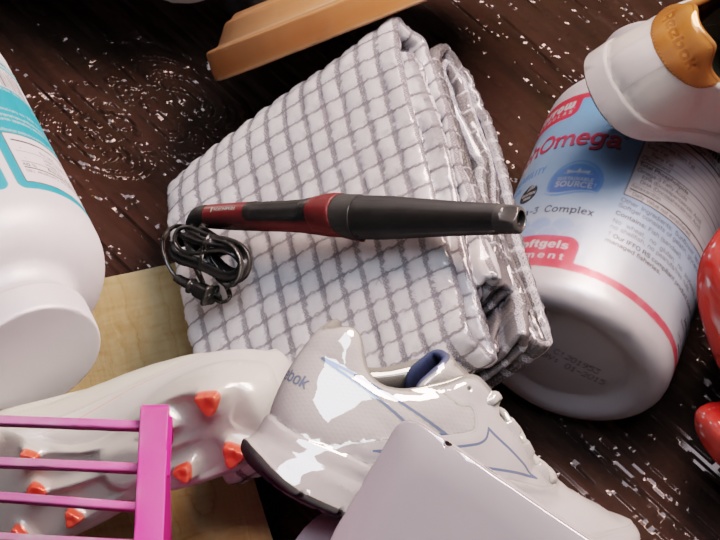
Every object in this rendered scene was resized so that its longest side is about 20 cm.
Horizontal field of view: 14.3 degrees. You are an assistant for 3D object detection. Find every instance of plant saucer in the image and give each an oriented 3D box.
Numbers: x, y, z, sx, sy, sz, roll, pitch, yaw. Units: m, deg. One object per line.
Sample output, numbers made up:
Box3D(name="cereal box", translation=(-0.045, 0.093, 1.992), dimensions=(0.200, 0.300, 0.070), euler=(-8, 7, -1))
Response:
Box3D(name="plant saucer", translation=(0.011, -0.149, 1.505), dimensions=(0.200, 0.200, 0.032), euler=(-24, 95, -20))

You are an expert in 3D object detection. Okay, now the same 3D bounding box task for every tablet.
Box3D(name="tablet", translation=(0.023, 0.180, 1.248), dimensions=(0.130, 0.200, 0.014), euler=(34, 14, 16))

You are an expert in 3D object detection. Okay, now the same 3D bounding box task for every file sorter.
Box3D(name="file sorter", translation=(-0.146, 0.160, 1.254), dimensions=(0.125, 0.200, 0.139), euler=(2, 63, -2))

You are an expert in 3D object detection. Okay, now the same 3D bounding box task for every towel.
Box3D(name="towel", translation=(0.000, 0.000, 1.415), dimensions=(0.165, 0.086, 0.200), euler=(-32, 53, 24))

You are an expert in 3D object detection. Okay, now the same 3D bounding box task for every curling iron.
Box3D(name="curling iron", translation=(-0.009, -0.016, 1.358), dimensions=(0.200, 0.026, 0.050), euler=(-7, 87, 31))

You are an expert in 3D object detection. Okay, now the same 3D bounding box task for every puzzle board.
Box3D(name="puzzle board", translation=(-0.134, 0.093, 1.423), dimensions=(0.150, 0.017, 0.200), euler=(-12, 57, -12))

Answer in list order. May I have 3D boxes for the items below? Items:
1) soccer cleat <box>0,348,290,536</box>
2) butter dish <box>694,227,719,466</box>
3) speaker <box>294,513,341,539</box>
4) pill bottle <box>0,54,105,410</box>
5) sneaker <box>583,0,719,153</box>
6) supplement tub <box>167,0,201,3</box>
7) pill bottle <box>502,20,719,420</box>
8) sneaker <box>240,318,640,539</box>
Box3D(name="soccer cleat", translation=(-0.121, 0.083, 1.362), dimensions=(0.200, 0.069, 0.078), euler=(-15, 13, 22))
Box3D(name="butter dish", translation=(0.229, 0.045, 1.411), dimensions=(0.148, 0.199, 0.200), euler=(-39, 64, -2))
Box3D(name="speaker", translation=(0.053, 0.182, 1.285), dimensions=(0.200, 0.081, 0.081), euler=(22, 56, 17))
Box3D(name="pill bottle", translation=(-0.196, -0.024, 1.424), dimensions=(0.111, 0.111, 0.200), euler=(-17, 49, -16))
Box3D(name="sneaker", translation=(0.201, -0.101, 1.433), dimensions=(0.200, 0.085, 0.073), euler=(-6, 66, -52))
Box3D(name="supplement tub", translation=(-0.134, -0.224, 1.551), dimensions=(0.200, 0.145, 0.145), euler=(11, 55, 12))
Box3D(name="pill bottle", translation=(0.134, -0.030, 1.478), dimensions=(0.109, 0.109, 0.200), euler=(19, 55, 8))
Box3D(name="sneaker", translation=(0.048, 0.088, 1.303), dimensions=(0.200, 0.074, 0.087), euler=(23, 90, -24))
